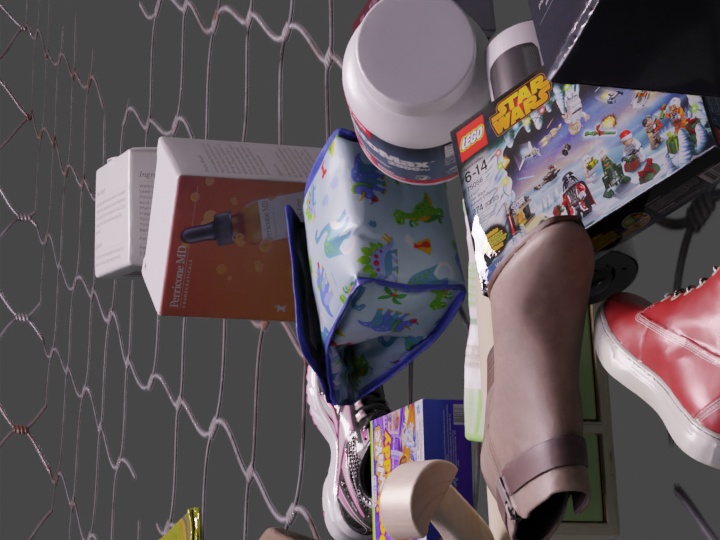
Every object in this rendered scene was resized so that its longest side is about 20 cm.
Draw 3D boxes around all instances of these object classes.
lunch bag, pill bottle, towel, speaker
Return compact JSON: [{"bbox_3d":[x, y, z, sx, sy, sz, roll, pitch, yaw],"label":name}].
[{"bbox_3d":[0.000,0.000,1.701,0.200,0.126,0.171,118,151,-52],"label":"lunch bag"},{"bbox_3d":[0.046,-0.146,1.500,0.200,0.119,0.121,69,-160,-78],"label":"pill bottle"},{"bbox_3d":[0.104,0.036,1.503,0.149,0.030,0.202,165,107,-81],"label":"towel"},{"bbox_3d":[-0.242,0.377,2.547,0.200,0.018,0.087,133,137,-63],"label":"towel"},{"bbox_3d":[0.142,-0.076,1.366,0.081,0.081,0.201,121,147,-54],"label":"speaker"}]

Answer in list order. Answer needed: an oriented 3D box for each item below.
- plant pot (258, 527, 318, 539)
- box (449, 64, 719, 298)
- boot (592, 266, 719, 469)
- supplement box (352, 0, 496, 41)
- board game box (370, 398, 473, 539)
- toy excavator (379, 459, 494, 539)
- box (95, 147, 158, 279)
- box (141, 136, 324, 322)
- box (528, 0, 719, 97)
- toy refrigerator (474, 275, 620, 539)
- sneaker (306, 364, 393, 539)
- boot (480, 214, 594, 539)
[{"bbox_3d":[-0.066,0.341,1.802,0.176,0.199,0.200,-70,18,-3],"label":"plant pot"},{"bbox_3d":[0.151,-0.081,1.266,0.200,0.040,0.138,-34,50,33],"label":"box"},{"bbox_3d":[0.213,0.018,1.169,0.200,0.072,0.145,-128,53,-65],"label":"boot"},{"bbox_3d":[0.052,-0.212,1.683,0.200,0.060,0.110,133,138,-61],"label":"supplement box"},{"bbox_3d":[0.052,0.219,1.641,0.134,0.044,0.202,146,125,-67],"label":"board game box"},{"bbox_3d":[0.085,0.247,1.334,0.100,0.194,0.202,-13,63,50],"label":"toy excavator"},{"bbox_3d":[-0.186,-0.060,2.161,0.199,0.198,0.132,168,102,-71],"label":"box"},{"bbox_3d":[-0.106,-0.039,1.912,0.106,0.198,0.153,-124,40,-61],"label":"box"},{"bbox_3d":[0.178,-0.214,1.172,0.105,0.147,0.201,117,149,-49],"label":"box"},{"bbox_3d":[0.133,0.094,1.370,0.070,0.075,0.202,140,131,-65],"label":"toy refrigerator"},{"bbox_3d":[0.010,0.147,1.764,0.086,0.080,0.202,-28,68,55],"label":"sneaker"},{"bbox_3d":[0.122,0.081,1.239,0.201,0.070,0.147,102,164,-53],"label":"boot"}]
